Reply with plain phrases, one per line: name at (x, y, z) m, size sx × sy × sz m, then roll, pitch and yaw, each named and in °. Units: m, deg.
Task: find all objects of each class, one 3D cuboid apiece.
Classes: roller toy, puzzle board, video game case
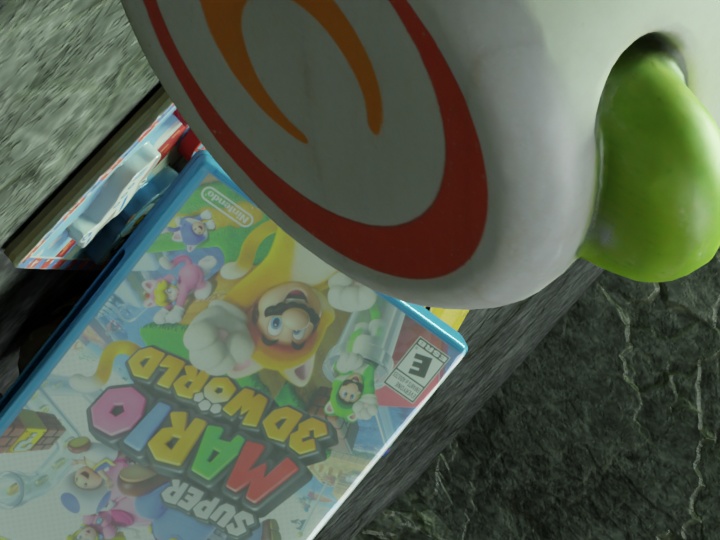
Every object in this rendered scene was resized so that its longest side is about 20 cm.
roller toy at (0.028, -0.098, 0.800) m, size 0.140 × 0.201 × 0.182 m, roll -40°, pitch -159°, yaw -27°
puzzle board at (-0.052, -0.071, 1.152) m, size 0.200 × 0.017 × 0.151 m, roll -45°, pitch 173°, yaw 6°
video game case at (-0.071, 0.067, 1.174) m, size 0.200 × 0.143 × 0.018 m, roll -51°, pitch -159°, yaw 11°

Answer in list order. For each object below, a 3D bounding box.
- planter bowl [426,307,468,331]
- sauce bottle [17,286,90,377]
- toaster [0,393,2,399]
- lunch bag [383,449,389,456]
planter bowl at (0.000, 0.000, 1.239) m, size 0.201 × 0.083 × 0.201 m, roll -50°, pitch 161°, yaw -24°
sauce bottle at (-0.075, 0.011, 1.301) m, size 0.200 × 0.066 × 0.066 m, roll -40°, pitch 172°, yaw -49°
toaster at (-0.173, 0.140, 1.270) m, size 0.129 × 0.114 × 0.200 m, roll -41°, pitch 166°, yaw -7°
lunch bag at (0.032, 0.008, 1.857) m, size 0.201 × 0.094 × 0.151 m, roll -56°, pitch 173°, yaw -8°
